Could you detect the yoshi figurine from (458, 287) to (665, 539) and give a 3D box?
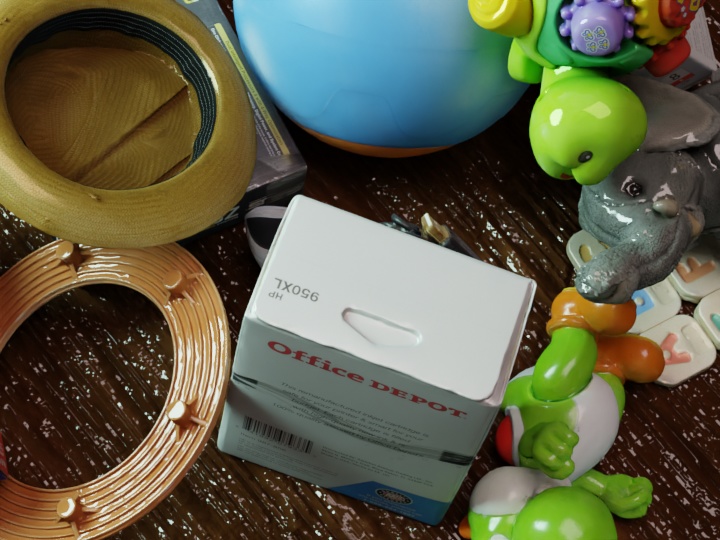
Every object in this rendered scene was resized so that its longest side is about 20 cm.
[{"bbox_3d":[0.130,0.113,1.227,0.112,0.112,0.200,27,66,-2],"label":"yoshi figurine"}]

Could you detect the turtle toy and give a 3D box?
[{"bbox_3d":[0.142,-0.150,1.200,0.101,0.146,0.200,28,103,37],"label":"turtle toy"}]

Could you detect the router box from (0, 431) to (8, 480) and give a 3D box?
[{"bbox_3d":[-0.317,0.056,1.188,0.200,0.049,0.180,-15,68,2],"label":"router box"}]

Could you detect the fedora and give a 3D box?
[{"bbox_3d":[-0.159,-0.083,1.224,0.201,0.082,0.201,15,56,-24],"label":"fedora"}]

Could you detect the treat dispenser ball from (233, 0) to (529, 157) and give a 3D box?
[{"bbox_3d":[0.021,-0.170,1.293,0.201,0.201,0.201,3,64,-7],"label":"treat dispenser ball"}]

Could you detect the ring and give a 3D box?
[{"bbox_3d":[-0.166,0.063,1.196,0.200,0.019,0.201,-12,59,22],"label":"ring"}]

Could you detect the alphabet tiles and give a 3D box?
[{"bbox_3d":[0.242,-0.013,1.355,0.196,0.015,0.200,-26,71,-19],"label":"alphabet tiles"}]

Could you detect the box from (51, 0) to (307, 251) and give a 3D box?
[{"bbox_3d":[-0.148,-0.109,1.323,0.161,0.049,0.200,-23,70,-16],"label":"box"}]

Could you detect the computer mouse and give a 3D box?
[{"bbox_3d":[0.000,0.000,1.233,0.110,0.200,0.044,35,72,-37],"label":"computer mouse"}]

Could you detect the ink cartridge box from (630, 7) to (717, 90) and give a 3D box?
[{"bbox_3d":[0.152,-0.218,1.358,0.200,0.050,0.162,19,54,-45],"label":"ink cartridge box"}]

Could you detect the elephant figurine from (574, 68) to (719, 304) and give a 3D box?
[{"bbox_3d":[0.189,-0.057,1.280,0.200,0.155,0.142,-8,89,-19],"label":"elephant figurine"}]

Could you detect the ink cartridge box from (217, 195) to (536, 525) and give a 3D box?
[{"bbox_3d":[0.005,0.056,1.181,0.145,0.200,0.084,19,64,1],"label":"ink cartridge box"}]
